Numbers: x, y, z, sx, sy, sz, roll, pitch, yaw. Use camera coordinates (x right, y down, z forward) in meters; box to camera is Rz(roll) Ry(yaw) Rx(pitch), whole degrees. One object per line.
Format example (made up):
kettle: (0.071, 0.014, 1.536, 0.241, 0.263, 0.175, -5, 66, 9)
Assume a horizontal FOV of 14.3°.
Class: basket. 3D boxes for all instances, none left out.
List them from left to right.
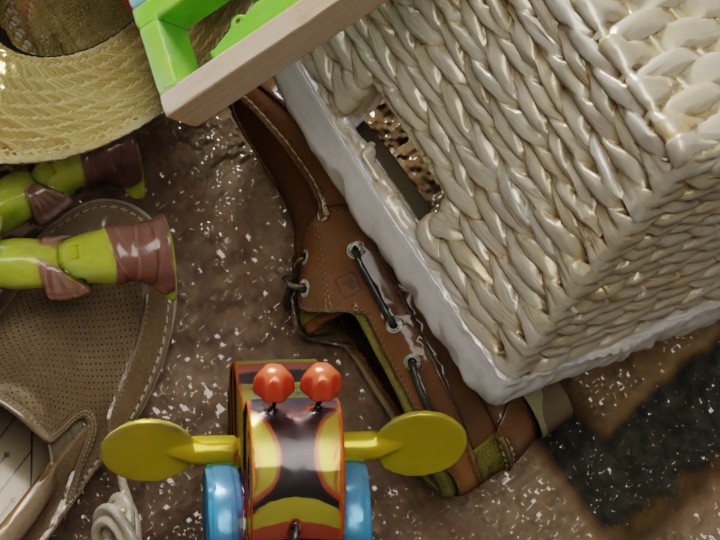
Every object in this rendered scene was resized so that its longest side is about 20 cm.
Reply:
basket: (0.100, -0.088, 1.110, 0.199, 0.161, 0.199, -18, 68, -40)

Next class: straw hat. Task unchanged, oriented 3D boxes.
straw hat: (-0.105, -0.121, 1.145, 0.200, 0.085, 0.202, -5, 71, 16)

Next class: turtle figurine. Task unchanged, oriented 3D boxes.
turtle figurine: (-0.160, -0.013, 1.115, 0.160, 0.065, 0.200, -18, 44, -9)

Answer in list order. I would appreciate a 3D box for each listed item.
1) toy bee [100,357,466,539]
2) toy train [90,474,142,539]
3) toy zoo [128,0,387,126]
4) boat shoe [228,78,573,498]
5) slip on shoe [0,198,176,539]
toy bee: (-0.019, 0.072, 1.065, 0.130, 0.200, 0.109, -10, 118, -25)
toy train: (-0.125, 0.173, 1.097, 0.115, 0.085, 0.201, -14, 76, 4)
toy zoo: (-0.046, -0.171, 1.062, 0.131, 0.020, 0.201, -30, 64, 28)
boat shoe: (0.000, 0.000, 1.158, 0.068, 0.072, 0.200, -36, 76, -9)
slip on shoe: (-0.134, 0.057, 1.133, 0.076, 0.061, 0.201, 32, 73, 4)
